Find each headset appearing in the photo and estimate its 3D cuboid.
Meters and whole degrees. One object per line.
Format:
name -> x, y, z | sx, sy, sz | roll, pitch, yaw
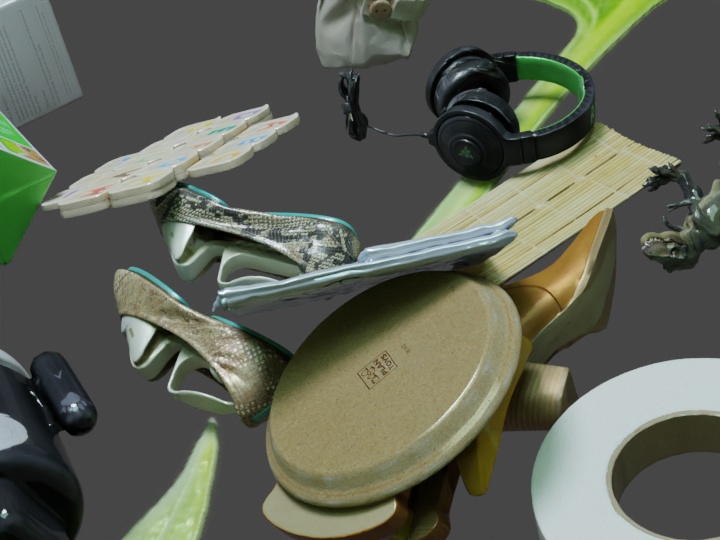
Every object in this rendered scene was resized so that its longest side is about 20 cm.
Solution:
headset -> 0.085, -0.135, 1.338 | 0.198, 0.094, 0.124 | -10, 39, 4

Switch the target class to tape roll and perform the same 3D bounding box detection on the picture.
tape roll -> 0.202, 0.135, 1.023 | 0.201, 0.037, 0.204 | -9, 40, 7

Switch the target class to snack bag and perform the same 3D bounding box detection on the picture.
snack bag -> 0.000, 0.000, 1.142 | 0.198, 0.022, 0.189 | -13, -3, -3

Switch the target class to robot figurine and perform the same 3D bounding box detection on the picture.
robot figurine -> -0.250, 0.133, 1.104 | 0.149, 0.126, 0.200 | -8, 35, -24

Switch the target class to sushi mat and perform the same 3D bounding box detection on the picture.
sushi mat -> 0.138, -0.049, 1.282 | 0.199, 0.012, 0.096 | -33, 42, -21

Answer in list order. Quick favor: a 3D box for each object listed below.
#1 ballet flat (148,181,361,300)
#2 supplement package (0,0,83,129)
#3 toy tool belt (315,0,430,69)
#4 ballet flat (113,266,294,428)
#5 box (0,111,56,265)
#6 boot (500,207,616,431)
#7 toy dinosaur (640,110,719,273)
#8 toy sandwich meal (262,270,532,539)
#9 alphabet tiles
ballet flat -> -0.095, -0.018, 1.286 | 0.199, 0.068, 0.076 | 14, 62, 28
supplement package -> -0.373, -0.183, 1.520 | 0.199, 0.122, 0.120 | -28, 40, -17
toy tool belt -> 0.000, -0.277, 1.513 | 0.124, 0.124, 0.201 | -10, 39, 5
ballet flat -> -0.125, 0.055, 1.203 | 0.199, 0.071, 0.065 | 23, 66, 42
box -> -0.376, -0.105, 1.363 | 0.097, 0.199, 0.176 | -59, 42, 11
boot -> 0.091, 0.027, 1.161 | 0.143, 0.071, 0.202 | 5, 47, 23
toy dinosaur -> 0.264, -0.063, 1.236 | 0.199, 0.048, 0.088 | -31, 56, -20
toy sandwich meal -> 0.026, 0.089, 1.066 | 0.204, 0.070, 0.206 | -25, 36, 19
alphabet tiles -> -0.153, -0.089, 1.359 | 0.194, 0.015, 0.200 | -10, 17, 30
